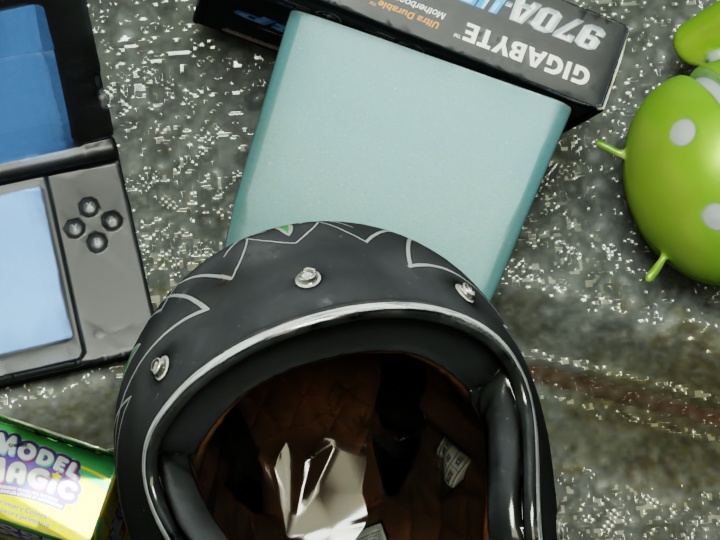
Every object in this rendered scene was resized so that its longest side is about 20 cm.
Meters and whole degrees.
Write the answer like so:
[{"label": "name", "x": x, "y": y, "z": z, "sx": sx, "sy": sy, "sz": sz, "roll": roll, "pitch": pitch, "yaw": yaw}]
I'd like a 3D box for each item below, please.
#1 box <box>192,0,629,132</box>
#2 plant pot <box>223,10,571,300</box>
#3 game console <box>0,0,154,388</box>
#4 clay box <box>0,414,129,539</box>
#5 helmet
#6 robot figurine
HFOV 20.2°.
[{"label": "box", "x": 0.019, "y": -0.124, "z": 1.011, "sx": 0.200, "sy": 0.159, "sz": 0.046, "roll": 20, "pitch": 84, "yaw": -7}, {"label": "plant pot", "x": 0.000, "y": 0.000, "z": 1.007, "sx": 0.141, "sy": 0.141, "sz": 0.200, "roll": 20, "pitch": 85, "yaw": 3}, {"label": "game console", "x": -0.217, "y": -0.031, "z": 1.010, "sx": 0.200, "sy": 0.116, "sz": 0.176, "roll": -12, "pitch": 75, "yaw": -6}, {"label": "clay box", "x": -0.166, "y": 0.102, "z": 0.931, "sx": 0.115, "sy": 0.200, "sz": 0.048, "roll": 18, "pitch": 74, "yaw": 2}, {"label": "helmet", "x": -0.012, "y": 0.077, "z": 0.846, "sx": 0.200, "sy": 0.200, "sz": 0.191, "roll": -14, "pitch": 80, "yaw": -7}, {"label": "robot figurine", "x": 0.225, "y": -0.062, "z": 1.043, "sx": 0.200, "sy": 0.116, "sz": 0.176, "roll": -19, "pitch": 78, "yaw": -8}]
